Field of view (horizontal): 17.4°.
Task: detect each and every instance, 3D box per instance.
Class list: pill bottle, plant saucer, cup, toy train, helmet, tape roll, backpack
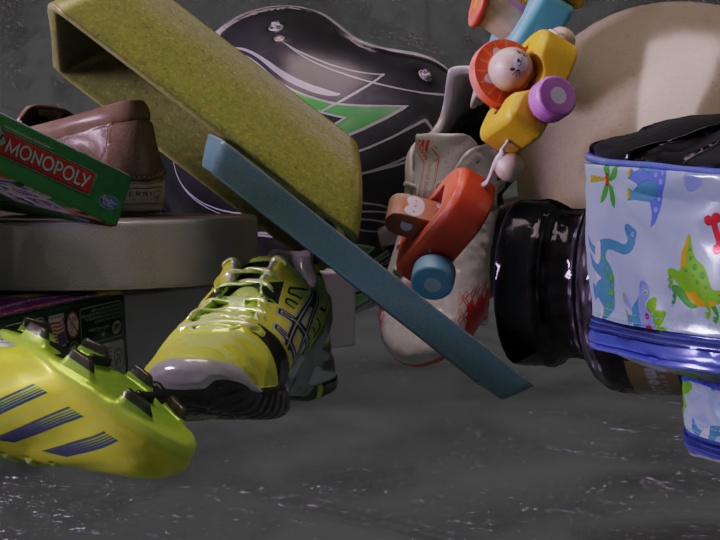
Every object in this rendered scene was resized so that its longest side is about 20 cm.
[{"bbox_3d":[0.173,0.007,1.171,0.200,0.112,0.112,0,6,21],"label":"pill bottle"},{"bbox_3d":[-0.078,-0.085,1.293,0.200,0.048,0.200,37,-8,-2],"label":"plant saucer"},{"bbox_3d":[0.172,-0.029,1.306,0.200,0.201,0.143,0,30,18],"label":"cup"},{"bbox_3d":[0.059,-0.086,1.251,0.056,0.150,0.200,30,41,-13],"label":"toy train"},{"bbox_3d":[-0.023,-0.064,1.546,0.190,0.200,0.200,28,19,25],"label":"helmet"},{"bbox_3d":[-0.155,-0.012,1.271,0.202,0.037,0.203,0,2,0],"label":"tape roll"},{"bbox_3d":[0.193,0.011,0.938,0.200,0.147,0.183,2,3,-24],"label":"backpack"},{"bbox_3d":[0.000,0.000,1.184,0.200,0.019,0.070,37,-1,-11],"label":"plant saucer"}]

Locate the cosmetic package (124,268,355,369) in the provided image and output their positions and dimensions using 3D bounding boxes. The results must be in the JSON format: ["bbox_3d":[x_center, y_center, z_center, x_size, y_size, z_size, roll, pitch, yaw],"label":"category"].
[{"bbox_3d":[-0.125,0.025,1.389,0.200,0.052,0.151,-6,10,-42],"label":"cosmetic package"}]

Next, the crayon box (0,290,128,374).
[{"bbox_3d":[-0.237,0.044,1.171,0.172,0.058,0.200,-1,5,21],"label":"crayon box"}]

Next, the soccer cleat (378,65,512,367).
[{"bbox_3d":[0.048,-0.033,1.352,0.068,0.085,0.200,1,47,24],"label":"soccer cleat"}]

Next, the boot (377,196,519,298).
[{"bbox_3d":[0.109,-0.008,1.496,0.174,0.069,0.200,-22,-32,11],"label":"boot"}]

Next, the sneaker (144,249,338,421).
[{"bbox_3d":[-0.063,0.032,1.149,0.075,0.077,0.200,0,5,11],"label":"sneaker"}]

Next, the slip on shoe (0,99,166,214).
[{"bbox_3d":[-0.177,-0.063,1.314,0.076,0.061,0.200,-3,3,-34],"label":"slip on shoe"}]

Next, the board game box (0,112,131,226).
[{"bbox_3d":[-0.227,-0.064,1.172,0.200,0.029,0.134,8,-13,45],"label":"board game box"}]

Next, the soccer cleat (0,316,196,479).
[{"bbox_3d":[-0.164,0.057,1.009,0.200,0.084,0.065,22,0,15],"label":"soccer cleat"}]
